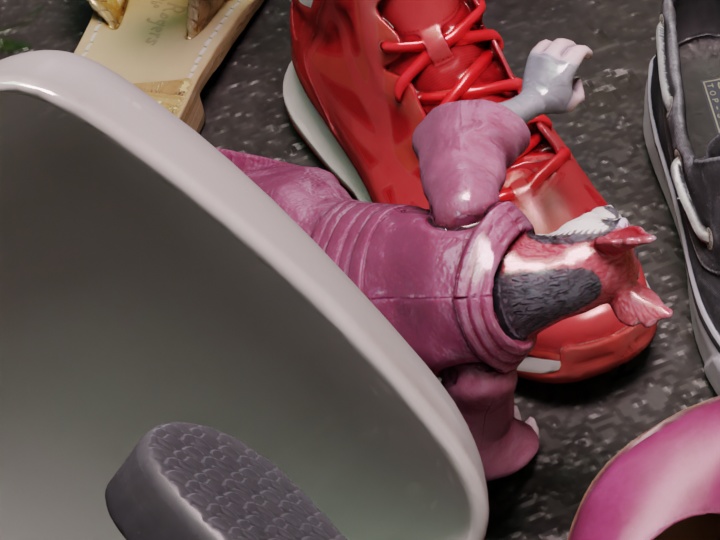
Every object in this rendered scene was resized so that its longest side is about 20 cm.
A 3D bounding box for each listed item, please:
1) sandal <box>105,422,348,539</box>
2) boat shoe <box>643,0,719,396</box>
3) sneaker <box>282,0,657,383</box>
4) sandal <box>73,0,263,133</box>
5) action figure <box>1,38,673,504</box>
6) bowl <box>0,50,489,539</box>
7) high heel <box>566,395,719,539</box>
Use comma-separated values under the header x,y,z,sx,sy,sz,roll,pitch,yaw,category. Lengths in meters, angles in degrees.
x,y,z,sx,sy,sz,roll,pitch,yaw,category
0.005,0.118,0.656,0.043,0.076,0.200,-54,55,18,sandal
0.138,-0.023,0.889,0.072,0.068,0.200,-10,47,-2,boat shoe
0.026,-0.056,0.906,0.078,0.116,0.200,-29,49,-19,sneaker
-0.077,-0.118,1.012,0.078,0.070,0.212,3,47,11,sandal
0.000,0.000,0.820,0.200,0.134,0.149,-7,-3,39,action figure
-0.083,0.045,0.755,0.200,0.200,0.075,-38,17,23,bowl
0.081,0.115,0.759,0.200,0.067,0.096,-42,42,-4,high heel
